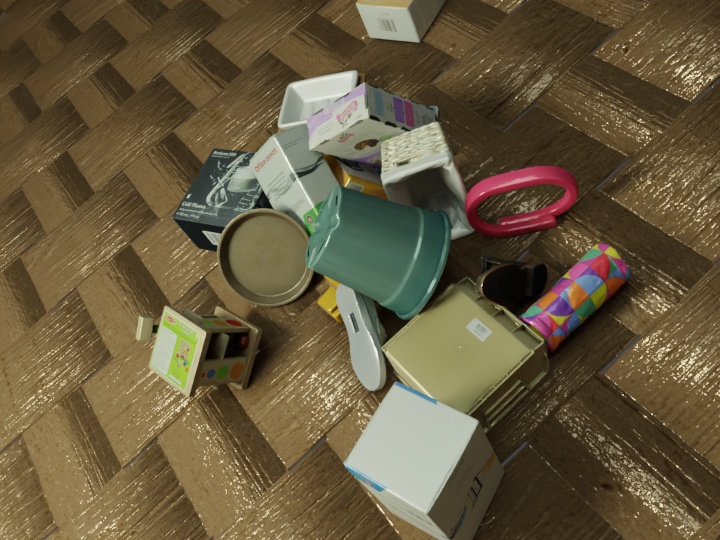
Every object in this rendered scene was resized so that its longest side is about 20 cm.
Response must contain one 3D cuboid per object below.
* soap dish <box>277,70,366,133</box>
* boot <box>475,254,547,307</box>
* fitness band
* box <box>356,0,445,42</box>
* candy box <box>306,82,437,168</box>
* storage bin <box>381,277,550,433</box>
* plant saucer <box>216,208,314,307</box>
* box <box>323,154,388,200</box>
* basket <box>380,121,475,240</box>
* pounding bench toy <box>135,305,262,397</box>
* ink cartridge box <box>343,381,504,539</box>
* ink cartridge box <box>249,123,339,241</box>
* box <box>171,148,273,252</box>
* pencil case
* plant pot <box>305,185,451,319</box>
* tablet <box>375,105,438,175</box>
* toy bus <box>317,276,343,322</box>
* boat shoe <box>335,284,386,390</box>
[{"bbox_3d":[-0.083,-0.368,1.669,0.198,0.081,0.158,-5,56,21],"label":"soap dish"},{"bbox_3d":[0.226,0.015,1.221,0.096,0.199,0.075,12,100,40],"label":"boot"},{"bbox_3d":[0.285,-0.122,1.292,0.198,0.144,0.038,-13,52,16],"label":"fitness band"},{"bbox_3d":[0.111,-0.669,1.768,0.151,0.106,0.201,17,66,32],"label":"box"},{"bbox_3d":[0.024,-0.271,1.397,0.167,0.199,0.072,-19,72,43],"label":"candy box"},{"bbox_3d":[0.173,0.144,1.197,0.198,0.094,0.200,-41,51,-7],"label":"storage bin"},{"bbox_3d":[-0.185,-0.026,1.440,0.199,0.201,0.029,-18,13,12],"label":"plant saucer"},{"bbox_3d":[-0.026,-0.216,1.512,0.042,0.118,0.200,-58,42,22],"label":"box"},{"bbox_3d":[0.125,-0.157,1.360,0.135,0.200,0.124,-18,46,12],"label":"basket"},{"bbox_3d":[-0.308,0.133,1.376,0.199,0.155,0.125,25,103,35],"label":"pounding bench toy"},{"bbox_3d":[0.101,0.290,1.062,0.147,0.200,0.145,20,66,34],"label":"ink cartridge box"},{"bbox_3d":[-0.120,-0.167,1.442,0.083,0.201,0.146,-31,2,-32],"label":"ink cartridge box"},{"bbox_3d":[-0.263,-0.145,1.576,0.199,0.124,0.198,10,61,29],"label":"box"},{"bbox_3d":[0.352,0.043,1.192,0.200,0.089,0.088,-40,51,-9],"label":"pencil case"},{"bbox_3d":[0.021,-0.041,1.245,0.200,0.195,0.202,-161,90,-74],"label":"plant pot"},{"bbox_3d":[0.100,-0.269,1.561,0.129,0.014,0.201,-5,57,21],"label":"tablet"},{"bbox_3d":[0.000,0.000,1.382,0.200,0.078,0.065,-47,52,-10],"label":"toy bus"},{"bbox_3d":[0.017,0.114,1.301,0.071,0.069,0.201,-36,66,42],"label":"boat shoe"}]
